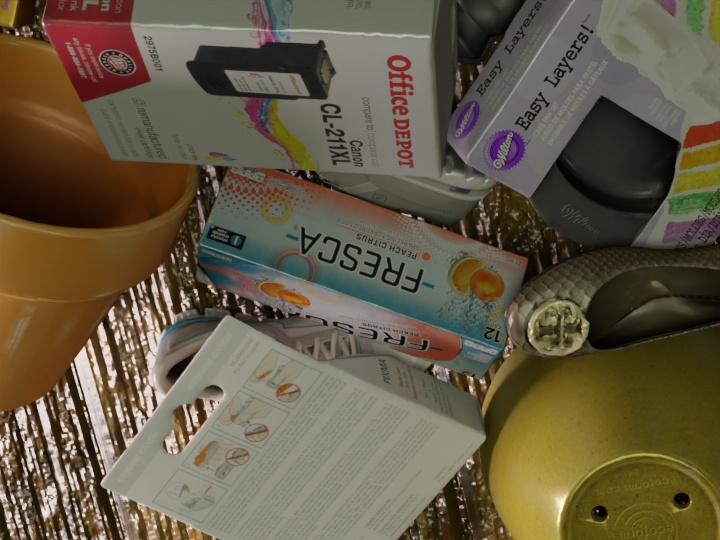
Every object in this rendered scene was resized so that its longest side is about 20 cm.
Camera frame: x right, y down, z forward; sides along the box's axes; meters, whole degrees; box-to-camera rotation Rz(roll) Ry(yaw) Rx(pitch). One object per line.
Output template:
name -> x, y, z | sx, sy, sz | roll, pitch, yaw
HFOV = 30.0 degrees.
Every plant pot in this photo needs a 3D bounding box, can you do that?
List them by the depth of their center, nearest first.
plant pot -> -0.223, -0.018, 0.840 | 0.200, 0.200, 0.183 | 26, 123, -1
plant pot -> 0.172, 0.135, 0.851 | 0.200, 0.142, 0.200 | 2, 105, 7

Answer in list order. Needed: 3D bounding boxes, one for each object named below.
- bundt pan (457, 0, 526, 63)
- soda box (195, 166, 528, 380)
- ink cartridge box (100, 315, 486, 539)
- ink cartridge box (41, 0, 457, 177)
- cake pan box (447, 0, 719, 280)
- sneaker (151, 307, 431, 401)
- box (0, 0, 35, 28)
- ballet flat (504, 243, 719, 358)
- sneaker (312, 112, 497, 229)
bundt pan -> 0.024, -0.211, 0.811 | 0.202, 0.076, 0.202 | 1, 104, 6
soda box -> 0.000, 0.000, 0.849 | 0.200, 0.064, 0.068 | 19, 67, 0
ink cartridge box -> -0.043, 0.113, 0.876 | 0.200, 0.047, 0.160 | 27, 116, -23
ink cartridge box -> -0.050, -0.123, 0.730 | 0.200, 0.146, 0.083 | 4, 65, 8
cake pan box -> 0.173, -0.109, 0.801 | 0.184, 0.052, 0.200 | 28, 108, -24
sneaker -> -0.044, 0.061, 0.885 | 0.200, 0.087, 0.075 | -8, 102, 7
box -> -0.297, -0.240, 0.857 | 0.200, 0.041, 0.119 | 16, 106, 0
ballet flat -> 0.186, 0.018, 0.816 | 0.200, 0.046, 0.067 | -9, 122, -13
sneaker -> -0.014, -0.072, 0.848 | 0.200, 0.075, 0.082 | 21, 138, -1
